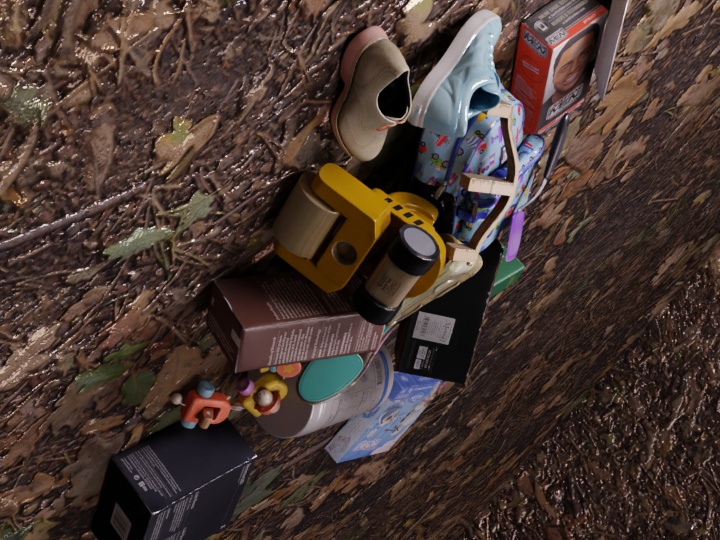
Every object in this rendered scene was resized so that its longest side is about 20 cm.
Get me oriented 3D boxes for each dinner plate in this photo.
[{"bbox_3d":[0.332,-0.321,1.557,0.200,0.024,0.202,15,90,-82],"label":"dinner plate"}]

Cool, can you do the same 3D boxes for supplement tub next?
[{"bbox_3d":[-0.055,0.159,1.725,0.199,0.132,0.132,-10,141,-52],"label":"supplement tub"}]

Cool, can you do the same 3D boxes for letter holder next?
[{"bbox_3d":[0.114,0.028,1.632,0.142,0.100,0.201,-95,-163,-67],"label":"letter holder"}]

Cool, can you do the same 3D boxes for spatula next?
[{"bbox_3d":[0.225,-0.106,1.514,0.056,0.020,0.201,-17,132,-66],"label":"spatula"}]

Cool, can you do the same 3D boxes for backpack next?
[{"bbox_3d":[0.144,-0.148,1.493,0.182,0.134,0.201,-41,155,-37],"label":"backpack"}]

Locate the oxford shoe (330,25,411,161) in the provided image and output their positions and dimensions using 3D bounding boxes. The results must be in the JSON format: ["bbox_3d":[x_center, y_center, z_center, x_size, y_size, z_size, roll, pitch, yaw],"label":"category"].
[{"bbox_3d":[0.015,-0.175,1.313,0.071,0.074,0.200,-35,157,-19],"label":"oxford shoe"}]

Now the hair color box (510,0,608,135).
[{"bbox_3d":[0.256,-0.270,1.573,0.101,0.061,0.200,-36,157,-16],"label":"hair color box"}]

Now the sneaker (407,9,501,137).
[{"bbox_3d":[0.129,-0.217,1.360,0.200,0.082,0.074,-56,169,-32],"label":"sneaker"}]

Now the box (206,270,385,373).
[{"bbox_3d":[-0.077,0.057,1.454,0.199,0.100,0.075,-5,127,-29],"label":"box"}]

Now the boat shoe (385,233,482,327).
[{"bbox_3d":[0.064,0.025,1.519,0.063,0.074,0.200,28,129,-36],"label":"boat shoe"}]

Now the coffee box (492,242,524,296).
[{"bbox_3d":[0.137,0.006,1.790,0.199,0.123,0.044,-30,154,-33],"label":"coffee box"}]

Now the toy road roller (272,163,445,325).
[{"bbox_3d":[0.009,-0.046,1.423,0.123,0.199,0.146,-55,180,35],"label":"toy road roller"}]

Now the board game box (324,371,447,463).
[{"bbox_3d":[0.052,0.268,2.225,0.199,0.043,0.200,-50,157,20],"label":"board game box"}]

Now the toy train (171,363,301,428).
[{"bbox_3d":[-0.151,0.146,1.577,0.149,0.056,0.201,16,118,-36],"label":"toy train"}]

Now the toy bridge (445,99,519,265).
[{"bbox_3d":[0.151,-0.101,1.410,0.067,0.027,0.202,4,108,-25],"label":"toy bridge"}]

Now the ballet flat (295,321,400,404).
[{"bbox_3d":[-0.010,0.100,1.611,0.200,0.069,0.071,-49,-176,-1],"label":"ballet flat"}]

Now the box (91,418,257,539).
[{"bbox_3d":[-0.266,0.317,1.687,0.181,0.104,0.201,-23,151,-38],"label":"box"}]

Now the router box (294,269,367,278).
[{"bbox_3d":[0.000,0.000,1.621,0.150,0.062,0.200,-45,158,9],"label":"router box"}]
